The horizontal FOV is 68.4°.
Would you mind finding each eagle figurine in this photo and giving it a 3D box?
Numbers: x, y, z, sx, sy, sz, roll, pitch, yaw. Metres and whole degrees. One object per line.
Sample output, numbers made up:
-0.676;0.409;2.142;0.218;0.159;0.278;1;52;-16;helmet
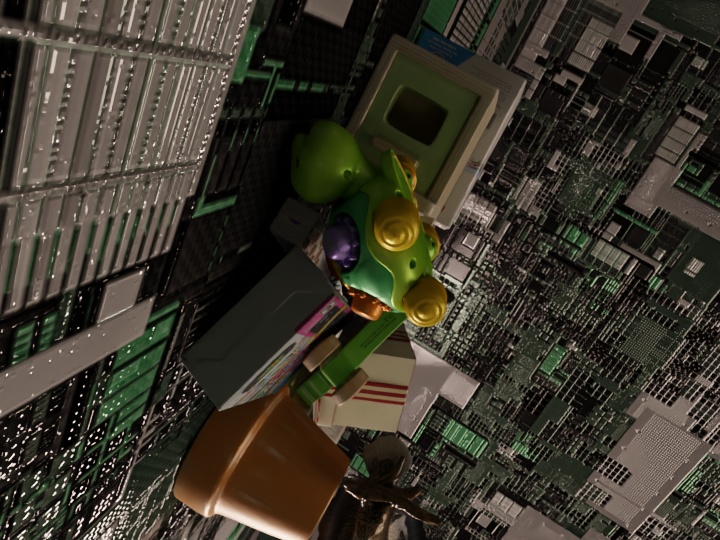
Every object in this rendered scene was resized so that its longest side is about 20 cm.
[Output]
0.017;0.344;0.714;0.148;0.152;0.203;-17;133;-22;eagle figurine

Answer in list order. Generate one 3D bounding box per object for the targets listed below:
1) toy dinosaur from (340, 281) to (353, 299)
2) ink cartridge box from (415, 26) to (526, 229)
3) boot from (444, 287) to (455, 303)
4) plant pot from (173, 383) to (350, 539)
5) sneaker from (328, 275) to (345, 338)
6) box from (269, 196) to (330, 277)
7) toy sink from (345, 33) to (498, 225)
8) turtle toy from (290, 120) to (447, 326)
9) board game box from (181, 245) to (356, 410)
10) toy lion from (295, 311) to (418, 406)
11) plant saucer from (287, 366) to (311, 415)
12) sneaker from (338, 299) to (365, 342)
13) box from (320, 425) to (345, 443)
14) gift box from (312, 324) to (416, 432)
0.000;0.000;0.726;0.200;0.046;0.090;24;62;-75;toy dinosaur
0.104;-0.177;0.717;0.203;0.146;0.145;-61;172;8;ink cartridge box
0.096;0.060;1.055;0.078;0.137;0.201;-53;173;-23;boot
-0.119;0.267;0.729;0.202;0.181;0.201;-58;172;-13;plant pot
-0.050;0.023;0.778;0.203;0.076;0.086;-66;161;-10;sneaker
-0.059;-0.025;0.598;0.039;0.041;0.200;-58;171;-10;box
0.050;-0.131;0.600;0.202;0.129;0.112;-61;172;10;toy sink
0.009;-0.042;0.480;0.147;0.099;0.203;-81;151;-60;turtle toy
-0.082;0.065;0.564;0.147;0.064;0.200;-43;171;-3;board game box
0.001;0.088;0.659;0.200;0.069;0.192;-43;177;-10;toy lion
-0.095;0.166;0.879;0.200;0.030;0.204;-165;-91;-80;plant saucer
-0.020;0.046;0.935;0.201;0.073;0.108;-92;-161;-60;sneaker
-0.127;0.716;2.496;0.201;0.127;0.110;-54;171;-33;box
-0.014;0.198;1.002;0.185;0.183;0.204;-110;-148;-72;gift box
